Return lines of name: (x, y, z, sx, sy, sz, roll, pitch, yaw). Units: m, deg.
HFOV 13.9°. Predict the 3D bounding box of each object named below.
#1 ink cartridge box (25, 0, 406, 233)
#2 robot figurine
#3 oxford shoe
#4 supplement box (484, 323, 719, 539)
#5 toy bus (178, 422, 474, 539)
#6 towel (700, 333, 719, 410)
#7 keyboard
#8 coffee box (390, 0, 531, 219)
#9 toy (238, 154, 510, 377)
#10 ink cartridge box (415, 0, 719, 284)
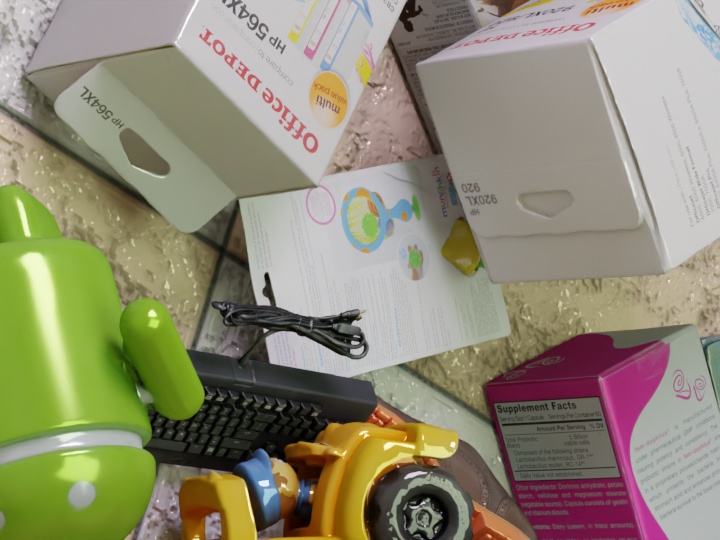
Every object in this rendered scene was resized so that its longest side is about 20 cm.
ink cartridge box: (-0.074, -0.132, 1.605, 0.129, 0.125, 0.200, 43, 57, -33)
robot figurine: (-0.168, 0.062, 1.477, 0.116, 0.175, 0.200, 60, 15, -74)
oxford shoe: (0.028, 0.120, 1.734, 0.200, 0.071, 0.073, 45, 24, -24)
supplement box: (0.168, 0.144, 1.830, 0.101, 0.103, 0.200, -24, 103, -43)
toy bus: (-0.053, 0.166, 1.591, 0.192, 0.136, 0.200, 16, 77, -15)
towel: (0.298, 0.104, 2.023, 0.200, 0.022, 0.147, -12, 94, -47)
keyboard: (-0.069, 0.063, 1.599, 0.200, 0.127, 0.021, 10, 35, -41)
coffee box: (0.093, -0.129, 1.802, 0.113, 0.080, 0.200, -37, 111, -40)
toy: (0.000, 0.000, 1.718, 0.200, 0.047, 0.115, -12, 92, -42)
ink cartridge box: (0.163, -0.098, 1.709, 0.200, 0.147, 0.145, -32, 108, -39)
